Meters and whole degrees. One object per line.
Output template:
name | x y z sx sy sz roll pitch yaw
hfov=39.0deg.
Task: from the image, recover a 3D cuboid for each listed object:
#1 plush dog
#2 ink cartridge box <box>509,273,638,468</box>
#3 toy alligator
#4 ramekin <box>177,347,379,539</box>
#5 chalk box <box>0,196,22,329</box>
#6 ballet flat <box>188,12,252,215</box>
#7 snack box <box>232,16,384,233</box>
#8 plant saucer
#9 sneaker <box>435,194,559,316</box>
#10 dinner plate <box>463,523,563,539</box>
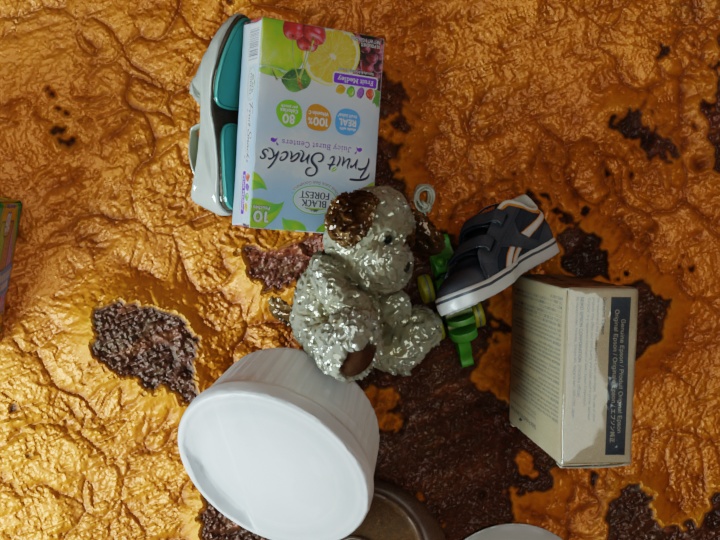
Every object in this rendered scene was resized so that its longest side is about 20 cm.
plush dog | 0.000 0.000 0.996 0.159 0.199 0.174 28 100 28
ink cartridge box | 0.208 0.092 1.019 0.074 0.200 0.168 0 94 -6
toy alligator | 0.092 0.007 1.073 0.058 0.054 0.203 -15 95 -6
ramekin | -0.072 0.167 1.003 0.199 0.095 0.205 11 127 14
chalk box | -0.413 0.021 0.978 0.122 0.124 0.203 11 93 -9
ballet flat | -0.147 -0.158 1.032 0.068 0.069 0.204 3 93 -7
snack box | -0.052 -0.141 1.026 0.140 0.053 0.204 3 93 -29
plant saucer | -0.008 0.300 1.027 0.197 0.035 0.203 -5 56 8
sneaker | 0.127 -0.019 1.030 0.078 0.199 0.080 -23 94 40
dinner plate | 0.167 0.381 1.120 0.196 0.024 0.204 0 92 -7
